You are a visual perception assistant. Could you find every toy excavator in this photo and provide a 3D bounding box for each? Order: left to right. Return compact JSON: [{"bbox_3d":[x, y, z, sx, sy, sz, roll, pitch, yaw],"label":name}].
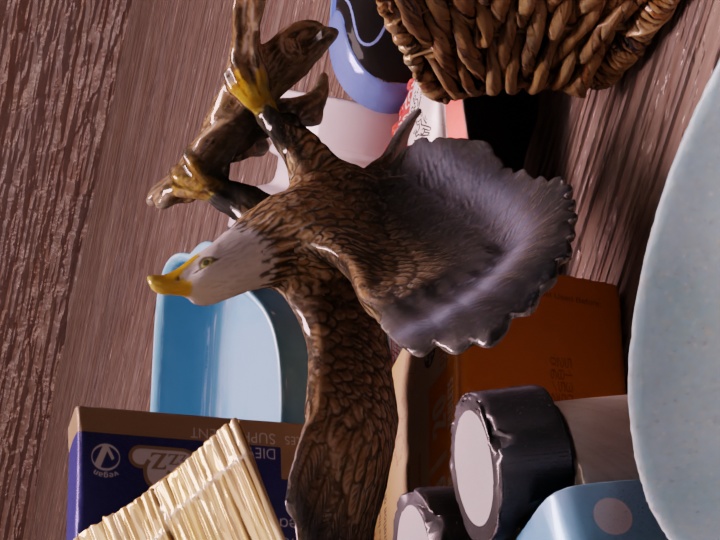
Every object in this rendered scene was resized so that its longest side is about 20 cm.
[{"bbox_3d":[0.096,0.120,0.625,0.195,0.099,0.201,114,147,-54],"label":"toy excavator"}]

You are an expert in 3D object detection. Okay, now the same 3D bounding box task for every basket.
[{"bbox_3d":[0.088,-0.176,0.884,0.143,0.148,0.201,56,-149,-57],"label":"basket"}]

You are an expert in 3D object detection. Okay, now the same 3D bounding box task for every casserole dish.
[{"bbox_3d":[-0.053,0.084,0.969,0.121,0.039,0.202,29,120,53],"label":"casserole dish"}]

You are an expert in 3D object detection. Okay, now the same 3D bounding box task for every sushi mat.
[{"bbox_3d":[-0.041,0.164,0.772,0.095,0.012,0.201,-34,67,27],"label":"sushi mat"}]

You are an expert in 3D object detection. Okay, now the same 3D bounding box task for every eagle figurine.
[{"bbox_3d":[-0.006,0.003,0.792,0.200,0.150,0.152,49,169,32],"label":"eagle figurine"}]

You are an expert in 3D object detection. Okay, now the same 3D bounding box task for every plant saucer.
[{"bbox_3d":[0.138,-0.011,0.563,0.201,0.038,0.202,-54,26,41],"label":"plant saucer"}]

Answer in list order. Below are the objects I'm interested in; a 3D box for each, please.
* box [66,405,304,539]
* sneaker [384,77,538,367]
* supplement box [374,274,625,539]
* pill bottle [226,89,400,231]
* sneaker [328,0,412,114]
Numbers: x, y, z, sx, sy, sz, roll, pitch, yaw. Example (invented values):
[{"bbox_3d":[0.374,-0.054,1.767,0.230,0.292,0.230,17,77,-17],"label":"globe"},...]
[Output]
[{"bbox_3d":[-0.057,0.154,0.839,0.032,0.120,0.202,122,150,-60],"label":"box"},{"bbox_3d":[0.022,-0.038,0.971,0.107,0.067,0.203,-17,61,34],"label":"sneaker"},{"bbox_3d":[0.041,0.103,0.875,0.200,0.073,0.127,115,160,-53],"label":"supplement box"},{"bbox_3d":[-0.013,0.017,1.067,0.120,0.119,0.202,-153,73,-76],"label":"pill bottle"},{"bbox_3d":[0.038,-0.175,1.022,0.078,0.070,0.201,124,165,-68],"label":"sneaker"}]
